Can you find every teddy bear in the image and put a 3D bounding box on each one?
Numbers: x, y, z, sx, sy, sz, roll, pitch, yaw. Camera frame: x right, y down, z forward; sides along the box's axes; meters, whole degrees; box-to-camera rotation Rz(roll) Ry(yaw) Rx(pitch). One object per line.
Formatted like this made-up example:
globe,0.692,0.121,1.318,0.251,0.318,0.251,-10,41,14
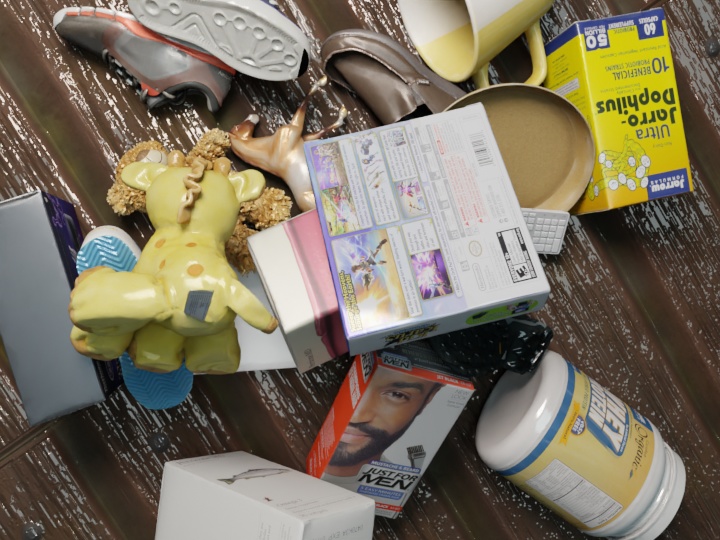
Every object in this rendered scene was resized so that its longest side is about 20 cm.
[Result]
teddy bear,-0.170,-0.076,0.764,0.199,0.067,0.146,42,84,3

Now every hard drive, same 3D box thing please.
hard drive,-0.146,0.044,0.803,0.194,0.027,0.136,-3,90,-8

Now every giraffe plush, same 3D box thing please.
giraffe plush,-0.160,-0.016,0.642,0.169,0.199,0.166,17,58,-31

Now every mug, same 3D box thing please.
mug,0.141,-0.301,0.807,0.151,0.189,0.150,-32,53,-16

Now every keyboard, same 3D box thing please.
keyboard,0.138,-0.049,0.829,0.194,0.011,0.058,4,121,-1

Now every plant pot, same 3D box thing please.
plant pot,0.156,-0.119,0.795,0.194,0.028,0.204,1,132,1

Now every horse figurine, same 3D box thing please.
horse figurine,-0.046,-0.113,0.806,0.132,0.050,0.202,-38,95,-7

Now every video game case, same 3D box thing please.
video game case,0.053,-0.042,0.652,0.176,0.046,0.205,-12,64,-4

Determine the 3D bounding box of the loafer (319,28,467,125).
loafer,0.042,-0.195,0.797,0.196,0.073,0.072,25,61,-8

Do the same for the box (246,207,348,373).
box,0.000,0.000,0.732,0.196,0.129,0.111,-24,66,-8

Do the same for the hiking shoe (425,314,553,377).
hiking shoe,0.112,0.060,0.729,0.198,0.086,0.076,20,100,-48

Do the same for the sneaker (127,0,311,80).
sneaker,-0.131,-0.292,0.754,0.195,0.081,0.149,19,51,-6

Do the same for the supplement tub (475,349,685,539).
supplement tub,0.243,0.199,0.803,0.198,0.145,0.147,34,85,-7

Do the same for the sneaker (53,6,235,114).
sneaker,-0.232,-0.219,0.767,0.195,0.077,0.084,14,94,-8

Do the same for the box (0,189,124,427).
box,-0.307,0.034,0.721,0.077,0.141,0.205,-17,93,-7

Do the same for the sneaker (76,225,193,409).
sneaker,-0.225,0.048,0.744,0.075,0.081,0.205,-19,112,-9

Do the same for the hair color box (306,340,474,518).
hair color box,0.025,0.165,0.756,0.108,0.065,0.203,15,120,-16

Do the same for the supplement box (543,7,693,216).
supplement box,0.289,-0.175,0.826,0.106,0.109,0.206,-11,92,-8

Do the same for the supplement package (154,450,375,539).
supplement package,-0.099,0.266,0.714,0.116,0.196,0.121,7,89,-53
